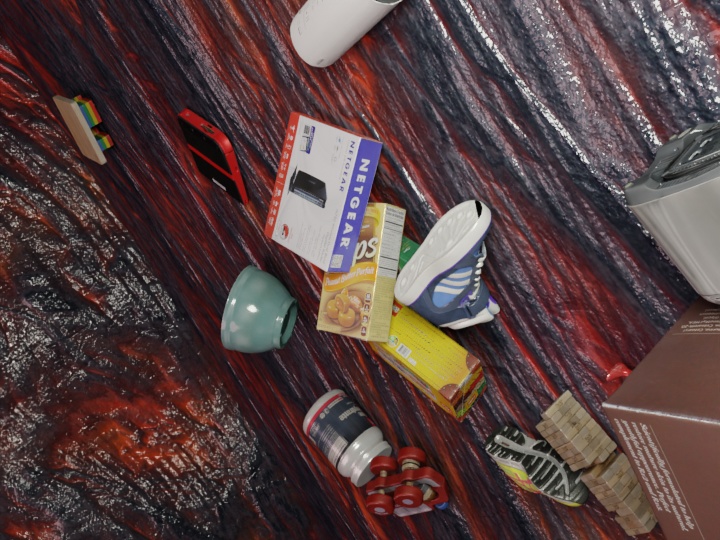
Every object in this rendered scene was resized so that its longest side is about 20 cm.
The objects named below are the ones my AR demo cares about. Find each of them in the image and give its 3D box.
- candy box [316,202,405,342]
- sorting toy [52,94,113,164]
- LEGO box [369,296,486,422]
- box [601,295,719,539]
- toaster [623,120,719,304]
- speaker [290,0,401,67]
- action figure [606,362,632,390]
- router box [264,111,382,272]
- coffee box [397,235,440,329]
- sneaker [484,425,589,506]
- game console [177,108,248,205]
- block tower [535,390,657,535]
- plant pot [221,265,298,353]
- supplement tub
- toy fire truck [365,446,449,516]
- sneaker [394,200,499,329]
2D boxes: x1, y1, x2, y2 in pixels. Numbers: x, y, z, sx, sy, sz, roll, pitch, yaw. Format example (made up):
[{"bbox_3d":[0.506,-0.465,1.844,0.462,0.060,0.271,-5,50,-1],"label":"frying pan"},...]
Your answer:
[{"bbox_3d":[0.000,0.000,1.108,0.113,0.054,0.207,6,88,43],"label":"candy box"},{"bbox_3d":[-0.858,-0.454,2.242,0.197,0.069,0.204,25,142,48],"label":"sorting toy"},{"bbox_3d":[0.102,0.139,1.165,0.198,0.078,0.150,37,169,25],"label":"LEGO box"},{"bbox_3d":[0.352,0.128,0.613,0.169,0.198,0.163,60,155,-13],"label":"box"},{"bbox_3d":[0.316,-0.057,0.557,0.130,0.113,0.199,52,154,-6],"label":"toaster"},{"bbox_3d":[-0.017,-0.320,0.865,0.082,0.081,0.199,58,155,-9],"label":"speaker"},{"bbox_3d":[0.358,0.188,0.809,0.198,0.098,0.066,24,144,45],"label":"action figure"},{"bbox_3d":[-0.063,-0.124,1.106,0.178,0.048,0.206,28,108,44],"label":"router box"},{"bbox_3d":[0.065,-0.001,1.161,0.198,0.044,0.125,33,148,41],"label":"coffee box"},{"bbox_3d":[0.288,0.319,1.136,0.199,0.078,0.091,25,151,57],"label":"sneaker"},{"bbox_3d":[-0.324,-0.253,1.579,0.199,0.031,0.179,36,154,37],"label":"game console"},{"bbox_3d":[0.332,0.268,1.001,0.201,0.053,0.058,51,155,11],"label":"block tower"},{"bbox_3d":[-0.224,0.106,1.680,0.131,0.204,0.203,17,145,10],"label":"plant pot"},{"bbox_3d":[-0.033,0.402,1.729,0.199,0.139,0.142,41,153,25],"label":"supplement tub"},{"bbox_3d":[0.113,0.491,1.599,0.197,0.114,0.167,-26,129,34],"label":"toy fire truck"},{"bbox_3d":[0.153,0.003,0.994,0.144,0.082,0.201,25,128,-22],"label":"sneaker"}]
